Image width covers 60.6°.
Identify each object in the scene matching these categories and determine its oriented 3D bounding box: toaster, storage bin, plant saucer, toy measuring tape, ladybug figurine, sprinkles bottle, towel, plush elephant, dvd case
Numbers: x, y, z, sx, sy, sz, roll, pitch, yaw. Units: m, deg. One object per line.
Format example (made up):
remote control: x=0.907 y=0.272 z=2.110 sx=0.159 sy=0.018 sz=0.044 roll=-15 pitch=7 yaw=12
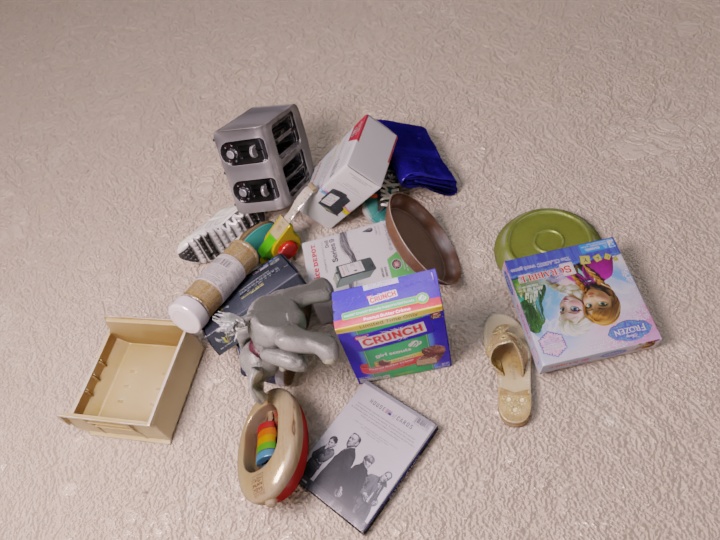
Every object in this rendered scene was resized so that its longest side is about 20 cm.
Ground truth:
toaster: x=-0.191 y=-0.235 z=1.274 sx=0.118 sy=0.181 sz=0.200 roll=0 pitch=31 yaw=22
storage bin: x=-0.411 y=0.193 z=1.114 sx=0.198 sy=0.094 sz=0.200 roll=2 pitch=55 yaw=15
plant saucer: x=0.350 y=-0.047 z=1.148 sx=0.199 sy=0.031 sz=0.200 roll=-7 pitch=53 yaw=9
toy measuring tape: x=-0.135 y=-0.085 z=1.244 sx=0.200 sy=0.074 sz=0.074 roll=-52 pitch=54 yaw=13
ladybug figurine: x=-0.133 y=0.283 z=0.978 sx=0.136 sy=0.072 sz=0.200 roll=-34 pitch=37 yaw=26
sprinkles bottle: x=-0.265 y=0.025 z=1.131 sx=0.068 sy=0.068 sz=0.200 roll=13 pitch=44 yaw=22
towel: x=0.114 y=-0.244 z=1.293 sx=0.147 sy=0.050 sz=0.200 roll=6 pitch=44 yaw=-34
plush elephant: x=-0.136 y=0.122 z=0.998 sx=0.199 sy=0.155 sz=0.165 roll=-3 pitch=47 yaw=-15
plant saucer: x=0.110 y=-0.052 z=1.130 sx=0.034 sy=0.200 sz=0.201 roll=-37 pitch=47 yaw=27
dvd case: x=0.008 y=0.291 z=0.986 sx=0.150 sy=0.025 sz=0.200 roll=28 pitch=65 yaw=29

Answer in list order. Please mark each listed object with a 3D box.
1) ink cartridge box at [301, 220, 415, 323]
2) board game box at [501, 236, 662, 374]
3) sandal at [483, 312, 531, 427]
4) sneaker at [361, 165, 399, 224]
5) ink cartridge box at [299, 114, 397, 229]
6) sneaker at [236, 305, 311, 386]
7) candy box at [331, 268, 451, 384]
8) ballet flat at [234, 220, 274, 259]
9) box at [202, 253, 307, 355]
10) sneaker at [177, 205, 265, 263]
ink cartridge box: x=0.000 y=0.000 z=1.163 sx=0.199 sy=0.084 sz=0.146 roll=-15 pitch=53 yaw=2
board game box: x=0.365 y=0.055 z=1.037 sx=0.199 sy=0.041 sz=0.200 roll=-13 pitch=61 yaw=-1
sandal: x=0.245 y=0.143 z=1.009 sx=0.077 sy=0.070 sz=0.212 roll=-6 pitch=53 yaw=9
sneaker: x=0.046 y=-0.166 z=1.264 sx=0.071 sy=0.080 sz=0.200 roll=13 pitch=46 yaw=-28
ink cartridge box: x=-0.027 y=-0.195 z=1.245 sx=0.083 sy=0.200 sz=0.146 roll=30 pitch=56 yaw=-19
sneaker: x=-0.159 y=0.110 z=1.130 sx=0.108 sy=0.070 sz=0.200 roll=4 pitch=58 yaw=14
candy box: x=0.056 y=0.097 z=1.005 sx=0.169 sy=0.200 sz=0.077 roll=-13 pitch=52 yaw=4
ballet flat: x=-0.249 y=-0.026 z=1.265 sx=0.072 sy=0.068 sz=0.200 roll=8 pitch=58 yaw=42
box: x=-0.201 y=0.056 z=1.141 sx=0.200 sy=0.051 sz=0.158 roll=-35 pitch=24 yaw=-7
sneaker: x=-0.302 y=-0.084 z=1.313 sx=0.200 sy=0.075 sz=0.081 roll=-33 pitch=45 yaw=-21
